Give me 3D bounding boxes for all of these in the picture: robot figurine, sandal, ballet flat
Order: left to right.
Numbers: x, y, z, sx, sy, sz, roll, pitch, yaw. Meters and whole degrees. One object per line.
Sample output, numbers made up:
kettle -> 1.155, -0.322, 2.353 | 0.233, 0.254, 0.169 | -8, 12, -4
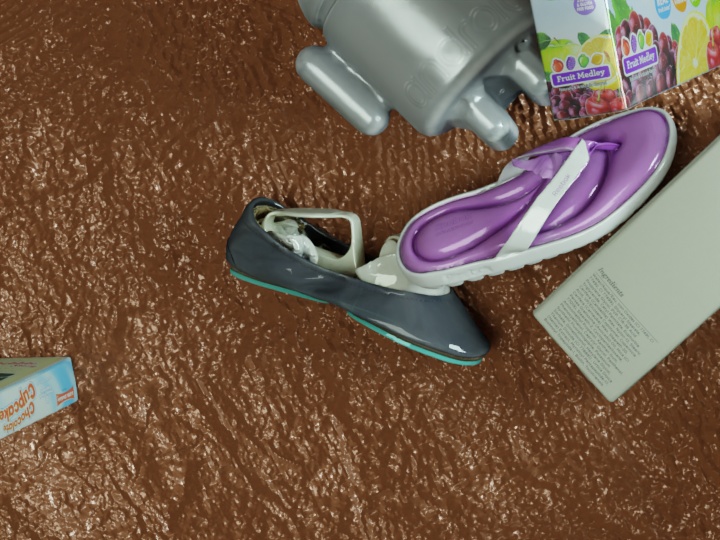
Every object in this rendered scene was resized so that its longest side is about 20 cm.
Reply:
ballet flat -> 0.000, 0.000, 1.746 | 0.200, 0.073, 0.073 | 22, 111, 23
robot figurine -> 0.039, -0.165, 1.658 | 0.170, 0.113, 0.200 | -45, 80, 0
sandal -> 0.107, -0.046, 1.659 | 0.203, 0.050, 0.083 | -28, 49, 18

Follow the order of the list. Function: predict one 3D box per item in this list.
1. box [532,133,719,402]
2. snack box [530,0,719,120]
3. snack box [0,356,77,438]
box -> 0.207, -0.013, 1.639 | 0.200, 0.068, 0.082 | -43, 83, 28
snack box -> 0.159, -0.176, 1.546 | 0.053, 0.200, 0.142 | -9, 99, 29
snack box -> -0.319, 0.095, 1.899 | 0.200, 0.116, 0.037 | -2, 102, 27
